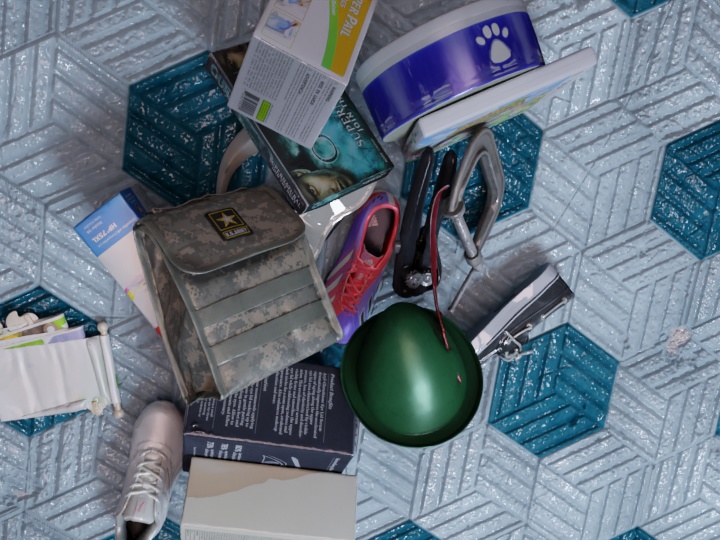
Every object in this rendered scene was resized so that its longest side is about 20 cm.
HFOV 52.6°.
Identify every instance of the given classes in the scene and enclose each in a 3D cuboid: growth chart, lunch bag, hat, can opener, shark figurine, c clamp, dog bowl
[{"bbox_3d":[-0.399,0.120,0.903,0.195,0.018,0.148,-2,101,-7],"label":"growth chart"},{"bbox_3d":[-0.132,0.013,0.769,0.162,0.117,0.204,-21,90,-37],"label":"lunch bag"},{"bbox_3d":[0.055,0.063,0.776,0.163,0.177,0.202,-18,59,-11],"label":"hat"},{"bbox_3d":[0.071,-0.053,0.862,0.062,0.079,0.203,-5,129,-14],"label":"can opener"},{"bbox_3d":[-0.116,-0.143,0.852,0.213,0.090,0.129,-39,102,0],"label":"shark figurine"},{"bbox_3d":[0.134,-0.063,0.866,0.027,0.201,0.173,21,69,27],"label":"c clamp"},{"bbox_3d":[0.098,-0.217,0.799,0.197,0.200,0.080,-24,93,-2],"label":"dog bowl"}]

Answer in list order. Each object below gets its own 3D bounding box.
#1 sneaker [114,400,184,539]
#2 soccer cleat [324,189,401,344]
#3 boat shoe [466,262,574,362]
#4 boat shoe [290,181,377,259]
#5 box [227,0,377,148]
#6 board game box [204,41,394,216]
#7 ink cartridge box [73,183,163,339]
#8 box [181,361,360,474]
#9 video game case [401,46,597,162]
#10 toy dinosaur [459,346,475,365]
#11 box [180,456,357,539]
[{"bbox_3d":[-0.261,0.266,0.908,0.076,0.099,0.204,11,100,-9],"label":"sneaker"},{"bbox_3d":[0.000,0.000,0.901,0.067,0.073,0.204,18,98,-11],"label":"soccer cleat"},{"bbox_3d":[0.192,0.081,0.943,0.199,0.074,0.068,-42,89,-7],"label":"boat shoe"},{"bbox_3d":[-0.047,-0.077,0.886,0.073,0.060,0.202,31,93,-19],"label":"boat shoe"},{"bbox_3d":[-0.052,-0.254,0.772,0.100,0.113,0.203,24,56,-12],"label":"box"},{"bbox_3d":[-0.066,-0.170,0.811,0.134,0.028,0.202,-28,81,-35],"label":"board game box"},{"bbox_3d":[-0.231,0.004,0.850,0.067,0.116,0.201,-35,103,1],"label":"ink cartridge box"},{"bbox_3d":[-0.109,0.181,0.874,0.196,0.149,0.106,9,58,-10],"label":"box"},{"bbox_3d":[0.147,-0.181,0.828,0.197,0.182,0.022,-23,91,-2],"label":"video game case"},{"bbox_3d":[0.068,0.130,0.934,0.059,0.108,0.200,12,144,-24],"label":"toy dinosaur"},{"bbox_3d":[-0.107,0.280,0.857,0.196,0.095,0.079,10,59,-10],"label":"box"}]
